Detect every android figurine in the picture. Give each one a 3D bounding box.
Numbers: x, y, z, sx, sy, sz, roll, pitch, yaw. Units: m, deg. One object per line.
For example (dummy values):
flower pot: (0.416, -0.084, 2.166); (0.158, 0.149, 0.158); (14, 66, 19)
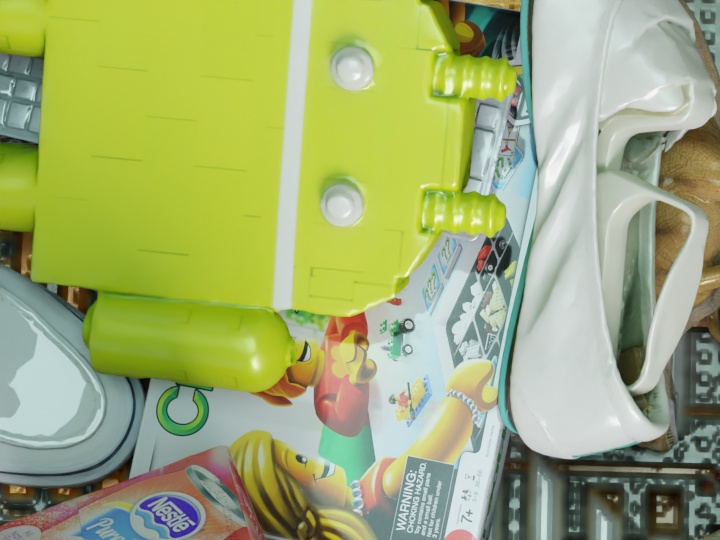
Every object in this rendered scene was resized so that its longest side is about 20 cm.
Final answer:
android figurine: (-0.046, -0.051, 0.975); (0.199, 0.041, 0.183); (8, 99, 11)

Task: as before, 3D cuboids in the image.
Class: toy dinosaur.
toy dinosaur: (0.121, -0.039, 1.012); (0.105, 0.060, 0.201); (2, 80, 3)

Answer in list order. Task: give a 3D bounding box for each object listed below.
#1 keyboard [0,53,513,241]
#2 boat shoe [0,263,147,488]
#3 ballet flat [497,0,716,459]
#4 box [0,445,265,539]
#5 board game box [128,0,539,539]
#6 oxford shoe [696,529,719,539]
keyboard: (-0.047, -0.058, 1.010); (0.199, 0.011, 0.057); (13, 81, 14)
boat shoe: (-0.169, 0.016, 1.005); (0.199, 0.067, 0.074); (25, 82, 5)
ballet flat: (0.090, -0.035, 0.972); (0.069, 0.069, 0.201); (5, 90, 2)
box: (-0.048, 0.173, 0.913); (0.094, 0.103, 0.201); (-20, 112, -2)
board game box: (0.000, 0.000, 1.015); (0.125, 0.035, 0.201); (10, 80, 10)
oxford shoe: (0.139, 0.111, 0.991); (0.199, 0.071, 0.074); (3, 59, -1)
